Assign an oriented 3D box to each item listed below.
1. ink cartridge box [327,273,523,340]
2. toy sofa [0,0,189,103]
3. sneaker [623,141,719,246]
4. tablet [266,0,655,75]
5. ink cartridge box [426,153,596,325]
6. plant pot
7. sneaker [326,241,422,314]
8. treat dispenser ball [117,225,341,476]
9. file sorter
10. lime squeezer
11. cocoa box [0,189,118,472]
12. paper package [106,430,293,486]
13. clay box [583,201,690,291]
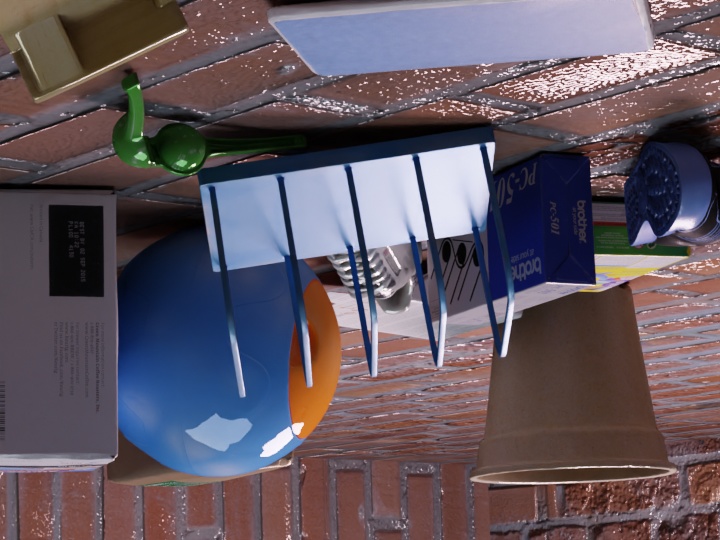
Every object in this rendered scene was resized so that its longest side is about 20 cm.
[{"bbox_3d":[0.029,0.023,2.009,0.199,0.057,0.162,13,165,-25],"label":"ink cartridge box"},{"bbox_3d":[-0.134,-0.150,0.906,0.083,0.098,0.200,-26,171,-4],"label":"toy sofa"},{"bbox_3d":[0.237,-0.055,1.531,0.077,0.071,0.200,-5,177,-2],"label":"sneaker"},{"bbox_3d":[0.058,-0.133,1.185,0.199,0.014,0.130,-3,170,11],"label":"tablet"},{"bbox_3d":[0.109,-0.020,1.613,0.044,0.095,0.200,2,170,-23],"label":"ink cartridge box"},{"bbox_3d":[0.202,0.108,2.100,0.199,0.185,0.200,-1,170,0],"label":"plant pot"},{"bbox_3d":[0.004,-0.022,1.621,0.076,0.081,0.200,-3,168,20],"label":"sneaker"},{"bbox_3d":[-0.115,0.064,1.736,0.200,0.202,0.201,-2,170,0],"label":"treat dispenser ball"},{"bbox_3d":[0.000,0.000,1.473,0.199,0.123,0.139,-9,156,-4],"label":"file sorter"},{"bbox_3d":[-0.114,-0.090,1.377,0.071,0.038,0.200,-41,155,18],"label":"lime squeezer"},{"bbox_3d":[-0.254,0.048,1.622,0.133,0.201,0.131,1,170,-15],"label":"cocoa box"},{"bbox_3d":[-0.146,0.094,1.938,0.103,0.192,0.200,4,170,-30],"label":"paper package"},{"bbox_3d":[0.175,-0.016,1.780,0.114,0.048,0.200,1,171,-19],"label":"clay box"}]
